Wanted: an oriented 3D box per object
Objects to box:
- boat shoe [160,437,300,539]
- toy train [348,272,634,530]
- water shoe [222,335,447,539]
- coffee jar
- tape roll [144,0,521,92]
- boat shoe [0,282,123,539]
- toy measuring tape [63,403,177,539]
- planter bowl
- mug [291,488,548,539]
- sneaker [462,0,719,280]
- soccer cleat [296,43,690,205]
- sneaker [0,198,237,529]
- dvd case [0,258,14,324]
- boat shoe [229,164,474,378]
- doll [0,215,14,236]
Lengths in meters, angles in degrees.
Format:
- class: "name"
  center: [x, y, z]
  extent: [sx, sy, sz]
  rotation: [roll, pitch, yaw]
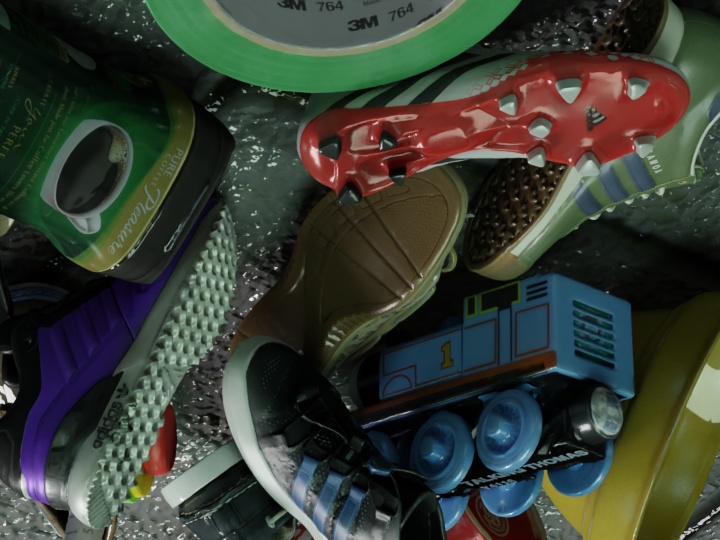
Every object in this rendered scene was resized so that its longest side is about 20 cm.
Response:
- class: "boat shoe"
  center: [-0.059, 0.129, 1.630]
  extent: [0.076, 0.060, 0.200]
  rotation: [-35, 174, 15]
- class: "toy train"
  center: [0.064, 0.075, 1.604]
  extent: [0.087, 0.114, 0.200]
  rotation: [22, 150, -40]
- class: "water shoe"
  center: [0.004, 0.114, 1.544]
  extent: [0.079, 0.071, 0.200]
  rotation: [-22, 103, 42]
- class: "coffee jar"
  center: [-0.162, -0.070, 1.421]
  extent: [0.200, 0.085, 0.104]
  rotation: [27, 99, -36]
- class: "tape roll"
  center: [-0.010, -0.171, 1.378]
  extent: [0.200, 0.048, 0.201]
  rotation: [-7, 140, -6]
- class: "boat shoe"
  center: [-0.165, 0.087, 1.622]
  extent: [0.072, 0.072, 0.200]
  rotation: [-15, 140, 4]
- class: "toy measuring tape"
  center: [-0.136, 0.122, 1.531]
  extent: [0.073, 0.200, 0.074]
  rotation: [3, 146, 2]
- class: "planter bowl"
  center: [0.155, 0.087, 1.659]
  extent: [0.083, 0.200, 0.201]
  rotation: [22, 141, 15]
- class: "mug"
  center: [0.006, 0.200, 1.726]
  extent: [0.200, 0.178, 0.133]
  rotation: [-35, 119, 19]
- class: "sneaker"
  center: [0.141, -0.058, 1.530]
  extent: [0.090, 0.067, 0.200]
  rotation: [18, 129, -24]
- class: "soccer cleat"
  center: [0.065, -0.087, 1.459]
  extent: [0.200, 0.085, 0.069]
  rotation: [-11, 129, 8]
- class: "sneaker"
  center: [-0.138, 0.033, 1.508]
  extent: [0.099, 0.200, 0.070]
  rotation: [16, 147, 18]
- class: "dvd case"
  center: [-0.250, 0.000, 1.443]
  extent: [0.142, 0.018, 0.200]
  rotation: [-2, 165, -4]
- class: "boat shoe"
  center: [0.000, 0.000, 1.575]
  extent: [0.063, 0.073, 0.200]
  rotation: [-26, 166, -49]
- class: "doll"
  center: [-0.280, -0.044, 1.461]
  extent: [0.200, 0.049, 0.136]
  rotation: [18, 131, -31]
